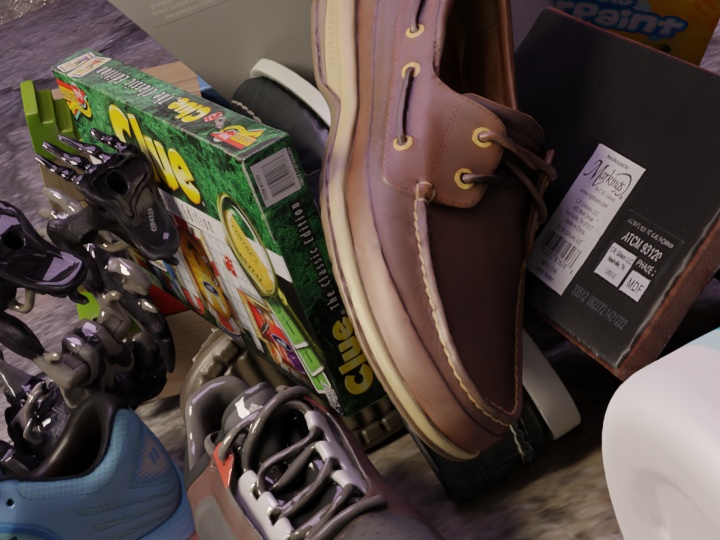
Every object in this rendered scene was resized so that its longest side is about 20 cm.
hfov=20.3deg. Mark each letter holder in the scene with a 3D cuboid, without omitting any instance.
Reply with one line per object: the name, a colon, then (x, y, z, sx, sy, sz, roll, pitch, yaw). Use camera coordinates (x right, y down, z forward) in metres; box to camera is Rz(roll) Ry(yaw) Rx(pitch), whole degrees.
letter holder: (0.129, -0.003, 0.731, 0.101, 0.142, 0.200, -57, 23, 4)

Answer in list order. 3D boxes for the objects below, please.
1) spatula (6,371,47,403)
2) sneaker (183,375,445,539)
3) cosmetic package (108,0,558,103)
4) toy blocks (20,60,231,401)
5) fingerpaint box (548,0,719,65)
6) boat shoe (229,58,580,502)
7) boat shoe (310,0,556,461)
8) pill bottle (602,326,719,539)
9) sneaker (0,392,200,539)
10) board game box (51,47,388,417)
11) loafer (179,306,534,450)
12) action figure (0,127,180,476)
spatula: (-0.091, 0.026, 1.041, 0.199, 0.021, 0.057, -27, 4, -6)
sneaker: (-0.024, 0.082, 0.672, 0.077, 0.082, 0.200, -28, 17, -17)
cosmetic package: (-0.018, -0.118, 0.822, 0.107, 0.200, 0.091, -14, 52, 38)
toy blocks: (-0.067, -0.021, 0.919, 0.136, 0.201, 0.100, -14, 41, -5)
fingerpaint box: (0.059, -0.127, 0.933, 0.199, 0.167, 0.074, 10, 58, -2)
boat shoe: (0.000, 0.000, 0.762, 0.060, 0.076, 0.200, -37, 59, -7)
boat shoe: (0.030, -0.033, 0.685, 0.067, 0.072, 0.201, -25, 53, 25)
pill bottle: (0.171, 0.036, 0.515, 0.199, 0.111, 0.111, -26, 17, -13)
sneaker: (-0.146, 0.112, 0.725, 0.078, 0.090, 0.200, -3, 25, 47)
board game box: (-0.058, -0.021, 0.758, 0.023, 0.105, 0.200, -27, 24, -18)
loafer: (0.012, 0.020, 0.845, 0.199, 0.076, 0.067, -28, 8, -16)
action figure: (-0.129, 0.022, 0.808, 0.119, 0.102, 0.200, -38, -19, -30)
